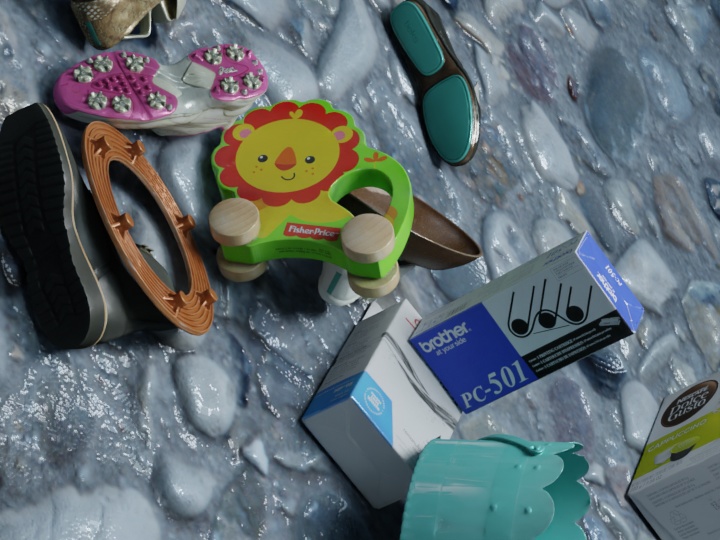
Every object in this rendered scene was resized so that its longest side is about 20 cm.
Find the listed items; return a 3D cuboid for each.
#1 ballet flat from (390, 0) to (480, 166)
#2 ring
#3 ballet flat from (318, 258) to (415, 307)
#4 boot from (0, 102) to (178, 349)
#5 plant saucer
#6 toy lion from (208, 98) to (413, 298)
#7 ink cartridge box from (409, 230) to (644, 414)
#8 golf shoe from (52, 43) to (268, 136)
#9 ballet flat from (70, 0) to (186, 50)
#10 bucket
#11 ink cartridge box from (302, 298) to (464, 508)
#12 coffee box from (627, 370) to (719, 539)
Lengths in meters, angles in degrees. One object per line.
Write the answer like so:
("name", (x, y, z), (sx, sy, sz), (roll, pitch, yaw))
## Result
("ballet flat", (0.094, -0.206, 2.083), (0.068, 0.068, 0.202), (6, 63, -58))
("ring", (-0.173, -0.039, 1.616), (0.201, 0.019, 0.201), (57, 13, -21))
("ballet flat", (0.000, 0.000, 1.822), (0.070, 0.069, 0.200), (63, 16, 3))
("boot", (-0.223, -0.035, 1.587), (0.138, 0.077, 0.202), (-2, 78, -58))
("plant saucer", (0.025, -0.052, 1.852), (0.199, 0.037, 0.200), (29, 11, -6))
("toy lion", (-0.044, -0.076, 1.737), (0.069, 0.198, 0.193), (79, 23, -49))
("ink cartridge box", (0.150, 0.050, 1.747), (0.094, 0.199, 0.044), (52, 35, -12))
("golf shoe", (-0.181, -0.147, 1.704), (0.198, 0.092, 0.076), (-6, 62, -27))
("ballet flat", (-0.200, -0.253, 1.769), (0.200, 0.070, 0.066), (-40, 126, -51))
("bucket", (0.119, 0.243, 1.688), (0.207, 0.134, 0.209), (6, 90, -73))
("ink cartridge box", (0.035, 0.111, 1.795), (0.116, 0.066, 0.200), (50, 37, -15))
("coffee box", (0.445, 0.226, 2.106), (0.200, 0.199, 0.198), (51, 36, -12))
